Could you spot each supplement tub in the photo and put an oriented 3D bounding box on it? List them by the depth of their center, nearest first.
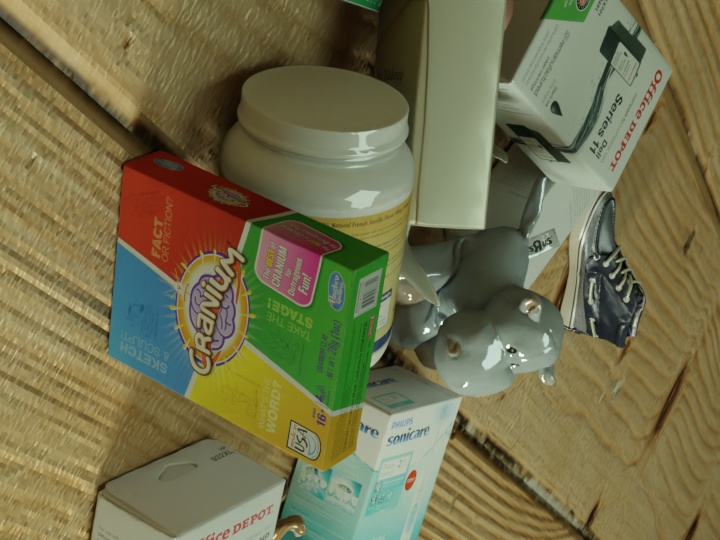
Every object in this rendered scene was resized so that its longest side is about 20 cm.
[{"bbox_3d":[-0.036,-0.036,1.138,0.144,0.144,0.202,-29,136,-49],"label":"supplement tub"}]

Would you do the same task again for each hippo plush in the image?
[{"bbox_3d":[0.124,0.052,1.406,0.199,0.161,0.160,-24,133,-6],"label":"hippo plush"}]

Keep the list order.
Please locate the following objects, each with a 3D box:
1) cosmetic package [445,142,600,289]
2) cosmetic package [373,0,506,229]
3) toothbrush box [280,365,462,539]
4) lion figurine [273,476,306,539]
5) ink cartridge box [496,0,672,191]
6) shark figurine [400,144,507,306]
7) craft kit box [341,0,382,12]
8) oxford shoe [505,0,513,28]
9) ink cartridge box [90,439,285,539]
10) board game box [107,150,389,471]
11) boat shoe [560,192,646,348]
[{"bbox_3d":[0.169,-0.065,1.563,0.200,0.074,0.102,-48,147,-28],"label":"cosmetic package"},{"bbox_3d":[0.057,-0.137,1.207,0.072,0.103,0.202,2,94,-20],"label":"cosmetic package"},{"bbox_3d":[0.004,0.202,1.459,0.146,0.085,0.202,-3,112,-60],"label":"toothbrush box"},{"bbox_3d":[-0.101,0.279,1.350,0.121,0.073,0.202,-12,114,-9],"label":"lion figurine"},{"bbox_3d":[0.191,-0.186,1.437,0.200,0.083,0.147,38,76,-44],"label":"ink cartridge box"},{"bbox_3d":[0.082,-0.083,1.352,0.129,0.089,0.215,80,31,-42],"label":"shark figurine"},{"bbox_3d":[-0.017,-0.297,1.083,0.197,0.048,0.202,2,109,-58],"label":"craft kit box"},{"bbox_3d":[0.048,-0.172,1.290,0.074,0.071,0.201,42,72,-35],"label":"oxford shoe"},{"bbox_3d":[-0.147,0.256,1.230,0.145,0.083,0.202,-19,127,-54],"label":"ink cartridge box"},{"bbox_3d":[-0.082,0.025,1.045,0.040,0.199,0.154,-26,132,-50],"label":"board game box"},{"bbox_3d":[0.296,-0.003,1.811,0.075,0.092,0.201,-39,142,-42],"label":"boat shoe"}]
